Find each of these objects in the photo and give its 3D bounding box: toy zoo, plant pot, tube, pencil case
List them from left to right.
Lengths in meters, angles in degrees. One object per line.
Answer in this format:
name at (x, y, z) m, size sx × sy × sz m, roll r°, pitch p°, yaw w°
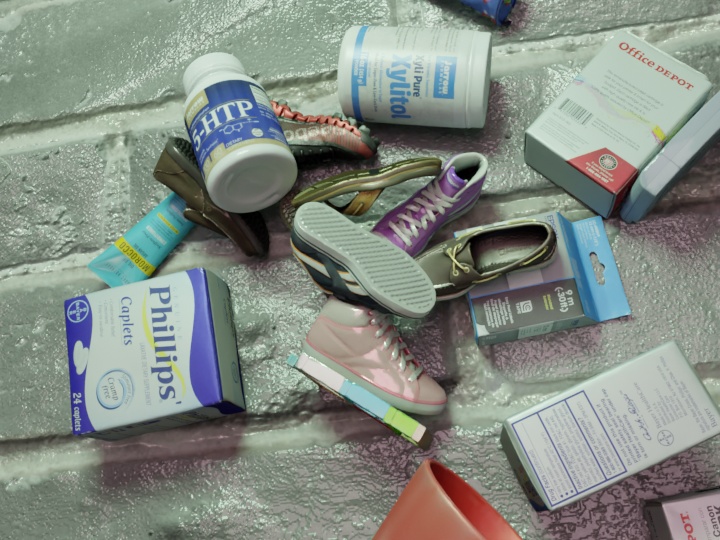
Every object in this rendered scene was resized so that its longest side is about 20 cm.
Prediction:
tube at (-0.291, -0.052, 1.049) m, size 0.077 × 0.050 × 0.200 m, roll 44°, pitch 84°, yaw -8°
toy zoo at (-0.005, 0.154, 0.890) m, size 0.199 × 0.131 × 0.021 m, roll 29°, pitch 79°, yaw 17°
plant pot at (0.086, 0.340, 0.793) m, size 0.200 × 0.200 × 0.177 m, roll 43°, pitch 92°, yaw 19°
pencil case at (0.145, -0.436, 1.086) m, size 0.199 × 0.087 × 0.078 m, roll 31°, pitch 116°, yaw 18°

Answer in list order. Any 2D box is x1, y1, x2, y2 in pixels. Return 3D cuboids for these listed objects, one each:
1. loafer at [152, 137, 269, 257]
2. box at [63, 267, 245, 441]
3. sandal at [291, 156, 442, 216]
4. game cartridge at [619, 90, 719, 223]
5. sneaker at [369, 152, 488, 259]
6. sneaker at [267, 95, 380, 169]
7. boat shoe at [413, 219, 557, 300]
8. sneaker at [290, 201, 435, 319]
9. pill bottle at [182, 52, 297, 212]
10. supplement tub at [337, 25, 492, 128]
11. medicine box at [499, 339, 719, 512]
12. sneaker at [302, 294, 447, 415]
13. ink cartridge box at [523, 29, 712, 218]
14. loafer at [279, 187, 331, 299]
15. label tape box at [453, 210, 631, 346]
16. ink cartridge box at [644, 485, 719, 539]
loafer at (-0.206, -0.091, 1.014) m, size 0.071 × 0.073 × 0.200 m, roll -38°, pitch 101°, yaw 19°
box at (-0.269, 0.112, 0.963) m, size 0.199 × 0.105 × 0.185 m, roll -14°, pitch 71°, yaw 4°
sandal at (0.008, -0.098, 0.919) m, size 0.199 × 0.080 × 0.054 m, roll -12°, pitch 106°, yaw 10°
game cartridge at (0.412, -0.153, 0.920) m, size 0.200 × 0.133 × 0.040 m, roll -44°, pitch 77°, yaw -7°
sneaker at (0.084, -0.084, 0.940) m, size 0.200 × 0.114 × 0.073 m, roll -42°, pitch 80°, yaw -18°
sneaker at (-0.073, -0.179, 1.042) m, size 0.199 × 0.071 × 0.098 m, roll 17°, pitch 75°, yaw 16°
boat shoe at (0.139, -0.015, 0.890) m, size 0.199 × 0.060 × 0.072 m, roll -15°, pitch 71°, yaw 12°
sneaker at (0.000, 0.000, 0.895) m, size 0.200 × 0.080 × 0.078 m, roll 38°, pitch 52°, yaw 11°
pill bottle at (-0.169, -0.188, 0.973) m, size 0.119 × 0.120 × 0.201 m, roll -25°, pitch 61°, yaw 1°
supplement tub at (0.077, -0.268, 1.014) m, size 0.199 × 0.132 × 0.133 m, roll 6°, pitch 73°, yaw 12°
medicine box at (0.265, 0.181, 0.809) m, size 0.199 × 0.182 × 0.103 m, roll -24°, pitch 69°, yaw 0°
sneaker at (0.030, 0.096, 0.912) m, size 0.199 × 0.075 × 0.105 m, roll 27°, pitch 105°, yaw 13°
ink cartridge box at (0.337, -0.194, 0.970) m, size 0.146 × 0.083 × 0.200 m, roll 41°, pitch 82°, yaw 22°
loafer at (-0.036, -0.021, 0.990) m, size 0.076 × 0.067 × 0.201 m, roll -30°, pitch 85°, yaw 2°
label tape box at (0.231, 0.004, 0.935) m, size 0.199 × 0.066 × 0.144 m, roll -13°, pitch 70°, yaw 7°
ink cartridge box at (0.433, 0.305, 0.793) m, size 0.199 × 0.084 × 0.145 m, roll -13°, pitch 71°, yaw 6°
